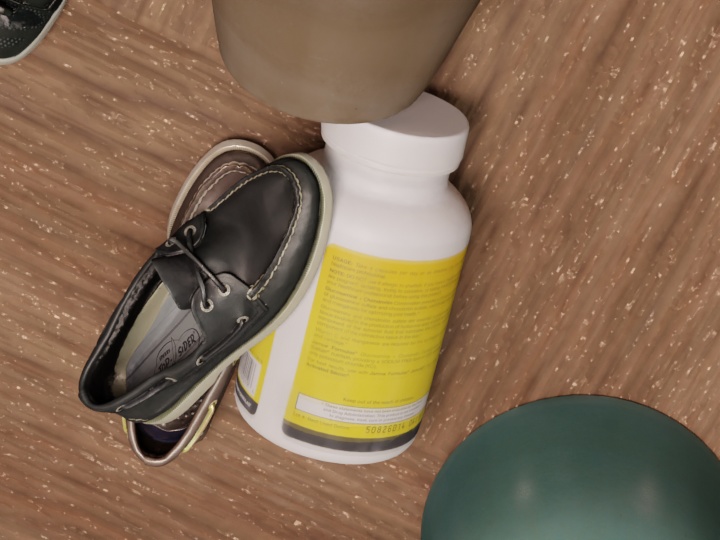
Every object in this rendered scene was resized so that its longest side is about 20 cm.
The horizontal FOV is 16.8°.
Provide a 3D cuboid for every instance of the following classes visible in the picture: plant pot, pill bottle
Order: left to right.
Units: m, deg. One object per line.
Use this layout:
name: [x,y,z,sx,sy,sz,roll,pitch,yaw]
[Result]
plant pot: [-0.004,-0.178,1.280,0.199,0.200,0.174,13,129,-1]
pill bottle: [0.000,0.000,1.382,0.112,0.112,0.201,14,113,-2]
plant pot: [0.130,0.198,1.431,0.200,0.161,0.201,2,113,4]

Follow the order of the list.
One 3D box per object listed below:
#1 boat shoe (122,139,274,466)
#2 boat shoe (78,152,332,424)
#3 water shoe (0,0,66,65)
boat shoe: [-0.093,0.022,1.427,0.072,0.060,0.201,19,113,-3]
boat shoe: [-0.092,0.012,1.340,0.199,0.066,0.075,-45,63,32]
water shoe: [-0.181,-0.198,1.330,0.071,0.079,0.201,22,113,-5]
